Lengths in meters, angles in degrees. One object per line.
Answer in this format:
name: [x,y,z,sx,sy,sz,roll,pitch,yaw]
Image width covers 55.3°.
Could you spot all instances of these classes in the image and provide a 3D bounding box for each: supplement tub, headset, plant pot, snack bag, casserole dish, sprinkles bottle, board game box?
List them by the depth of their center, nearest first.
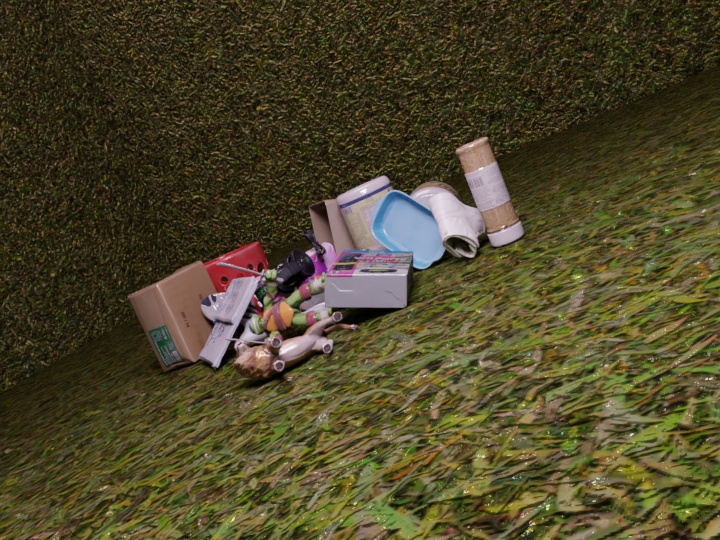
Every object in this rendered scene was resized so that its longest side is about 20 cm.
board game box: [0.021,0.013,1.270,0.145,0.065,0.200,1,12,7]
sprinkles bottle: [0.247,-0.149,1.310,0.067,0.202,0.068,-22,8,4]
headset: [-0.149,-0.009,1.449,0.199,0.094,0.123,-35,-2,-39]
snack bag: [-0.286,0.106,1.452,0.188,0.021,0.202,-2,61,66]
casserole dish: [0.109,-0.087,1.458,0.039,0.199,0.122,3,-62,-55]
supplement tub: [0.168,-0.124,1.582,0.143,0.146,0.200,-22,9,12]
supplement tub: [0.039,-0.115,1.690,0.143,0.202,0.145,-23,8,4]
plant pot: [-0.317,0.044,1.779,0.198,0.184,0.200,-25,8,4]
plant pot: [-0.016,-0.101,1.842,0.175,0.203,0.199,-15,5,-16]

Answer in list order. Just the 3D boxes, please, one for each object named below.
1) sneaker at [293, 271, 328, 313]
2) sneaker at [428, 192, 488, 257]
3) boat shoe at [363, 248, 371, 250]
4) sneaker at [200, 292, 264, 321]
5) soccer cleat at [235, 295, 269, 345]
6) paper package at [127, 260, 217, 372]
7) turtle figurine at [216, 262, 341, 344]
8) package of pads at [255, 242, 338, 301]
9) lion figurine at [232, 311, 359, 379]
sneaker: [-0.047,0.033,1.417,0.198,0.080,0.074,-24,16,2]
sneaker: [0.212,-0.068,1.364,0.073,0.117,0.199,-32,-33,33]
boat shoe: [0.000,0.000,1.553,0.071,0.066,0.200,-21,11,20]
sneaker: [-0.275,0.089,1.645,0.196,0.081,0.130,-6,-2,-3]
soccer cleat: [-0.250,0.095,1.492,0.084,0.069,0.200,-27,37,-10]
paper package: [-0.417,0.106,1.617,0.102,0.202,0.190,-20,9,28]
turtle figurine: [-0.147,0.073,1.277,0.192,0.201,0.145,-17,44,15]
package of pads: [-0.133,0.031,1.550,0.199,0.122,0.075,-29,9,-24]
lion figurine: [-0.107,0.126,1.118,0.197,0.073,0.122,-12,-10,-21]
